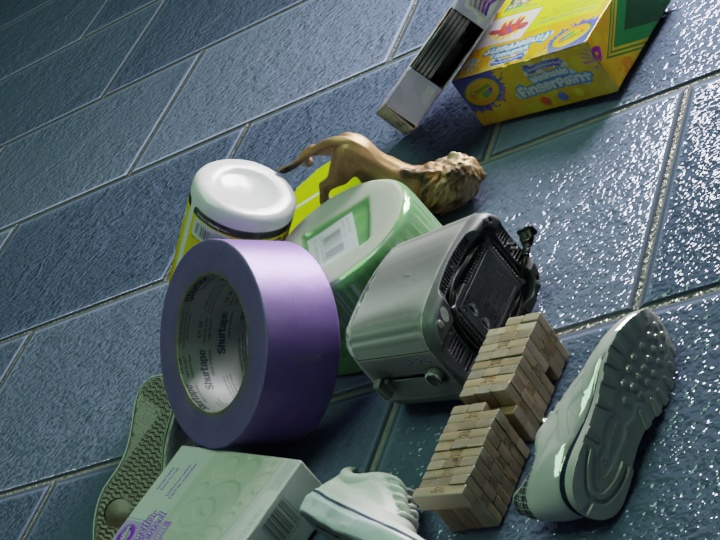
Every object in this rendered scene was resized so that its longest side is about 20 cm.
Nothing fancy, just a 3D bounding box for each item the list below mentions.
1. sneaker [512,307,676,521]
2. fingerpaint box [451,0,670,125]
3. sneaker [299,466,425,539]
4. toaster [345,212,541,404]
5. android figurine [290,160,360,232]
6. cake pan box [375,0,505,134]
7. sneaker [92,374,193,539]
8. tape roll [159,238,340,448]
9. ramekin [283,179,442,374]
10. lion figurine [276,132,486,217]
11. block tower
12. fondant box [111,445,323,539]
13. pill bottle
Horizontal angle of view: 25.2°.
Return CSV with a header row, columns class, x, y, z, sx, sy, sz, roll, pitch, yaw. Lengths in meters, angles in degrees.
class,x,y,z,sx,sy,sz,roll,pitch,yaw
sneaker,0.182,0.109,1.261,0.080,0.076,0.200,-20,29,51
fingerpaint box,0.223,-0.254,1.773,0.200,0.073,0.167,-11,37,47
sneaker,0.016,0.201,1.321,0.071,0.073,0.200,-49,28,-13
toaster,0.075,0.033,1.469,0.129,0.114,0.200,-16,36,42
android figurine,-0.026,-0.069,1.838,0.182,0.041,0.200,-33,27,14
cake pan box,0.091,-0.243,1.832,0.185,0.052,0.200,-57,3,2
sneaker,-0.205,0.212,1.616,0.073,0.085,0.201,9,68,22
tape roll,-0.110,0.070,1.551,0.200,0.085,0.201,-2,88,53
ramekin,0.000,0.000,1.629,0.200,0.098,0.200,-30,28,18
lion figurine,0.023,-0.102,1.694,0.122,0.199,0.073,-44,37,52
block tower,0.111,0.127,1.338,0.054,0.058,0.200,-14,34,41
fondant box,-0.136,0.239,1.475,0.200,0.058,0.144,-3,44,52
pill bottle,-0.143,-0.010,1.723,0.113,0.112,0.201,-82,8,-54
